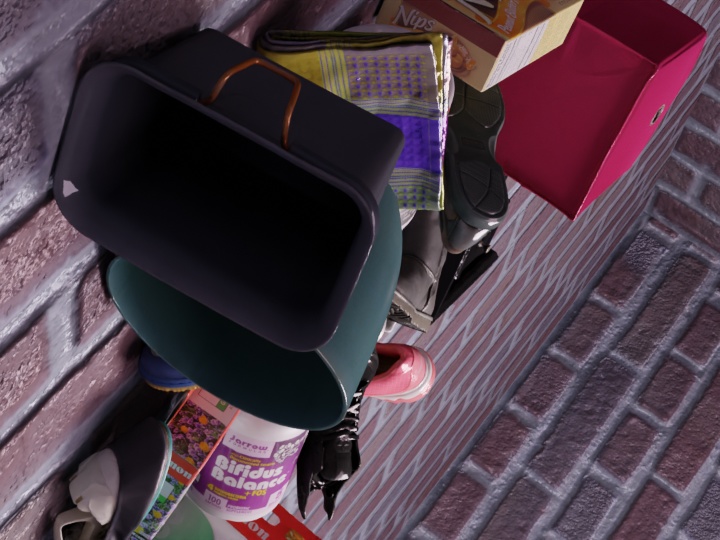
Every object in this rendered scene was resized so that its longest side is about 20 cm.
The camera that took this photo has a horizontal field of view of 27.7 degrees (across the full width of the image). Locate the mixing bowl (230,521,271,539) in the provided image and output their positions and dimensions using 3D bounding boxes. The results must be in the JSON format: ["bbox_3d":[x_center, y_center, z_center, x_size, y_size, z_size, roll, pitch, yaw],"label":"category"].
[{"bbox_3d":[-0.162,0.317,1.548,0.199,0.109,0.200,-32,180,0],"label":"mixing bowl"}]

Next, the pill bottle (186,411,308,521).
[{"bbox_3d":[-0.104,0.142,1.410,0.112,0.112,0.201,-42,160,-45],"label":"pill bottle"}]

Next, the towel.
[{"bbox_3d":[-0.003,-0.109,1.112,0.201,0.141,0.023,89,1,-52],"label":"towel"}]

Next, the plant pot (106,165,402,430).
[{"bbox_3d":[-0.059,-0.008,1.070,0.162,0.199,0.201,-58,169,-26],"label":"plant pot"}]

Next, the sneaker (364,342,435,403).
[{"bbox_3d":[-0.026,0.101,1.510,0.087,0.197,0.075,48,35,-65],"label":"sneaker"}]

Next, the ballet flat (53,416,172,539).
[{"bbox_3d":[-0.221,0.202,1.241,0.073,0.073,0.201,-38,163,-52],"label":"ballet flat"}]

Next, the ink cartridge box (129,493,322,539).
[{"bbox_3d":[-0.137,0.260,1.458,0.200,0.160,0.050,-38,163,-51],"label":"ink cartridge box"}]

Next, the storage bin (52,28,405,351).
[{"bbox_3d":[-0.067,-0.073,0.914,0.147,0.198,0.135,-66,174,34],"label":"storage bin"}]

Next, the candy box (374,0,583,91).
[{"bbox_3d":[0.110,-0.231,1.294,0.200,0.115,0.056,-36,156,-55],"label":"candy box"}]

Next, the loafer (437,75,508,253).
[{"bbox_3d":[0.084,-0.104,1.258,0.063,0.071,0.202,-52,-152,43],"label":"loafer"}]

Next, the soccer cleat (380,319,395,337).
[{"bbox_3d":[-0.017,0.048,1.551,0.069,0.085,0.200,-59,166,15],"label":"soccer cleat"}]

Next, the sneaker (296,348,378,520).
[{"bbox_3d":[-0.023,0.158,1.433,0.059,0.105,0.200,1,147,-24],"label":"sneaker"}]

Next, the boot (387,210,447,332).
[{"bbox_3d":[0.059,-0.050,1.457,0.182,0.072,0.202,36,75,-74],"label":"boot"}]

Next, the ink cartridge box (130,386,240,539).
[{"bbox_3d":[-0.150,0.147,1.291,0.201,0.050,0.109,-54,-178,40],"label":"ink cartridge box"}]

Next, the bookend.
[{"bbox_3d":[0.125,-0.071,1.760,0.200,0.092,0.200,-40,158,-52],"label":"bookend"}]

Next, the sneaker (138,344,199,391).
[{"bbox_3d":[-0.103,0.022,1.210,0.199,0.075,0.089,-32,142,-25],"label":"sneaker"}]

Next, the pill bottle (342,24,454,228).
[{"bbox_3d":[0.004,-0.098,1.235,0.114,0.113,0.201,-46,163,-36],"label":"pill bottle"}]

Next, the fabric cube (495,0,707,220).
[{"bbox_3d":[0.226,-0.208,1.572,0.199,0.199,0.198,-35,156,-57],"label":"fabric cube"}]
